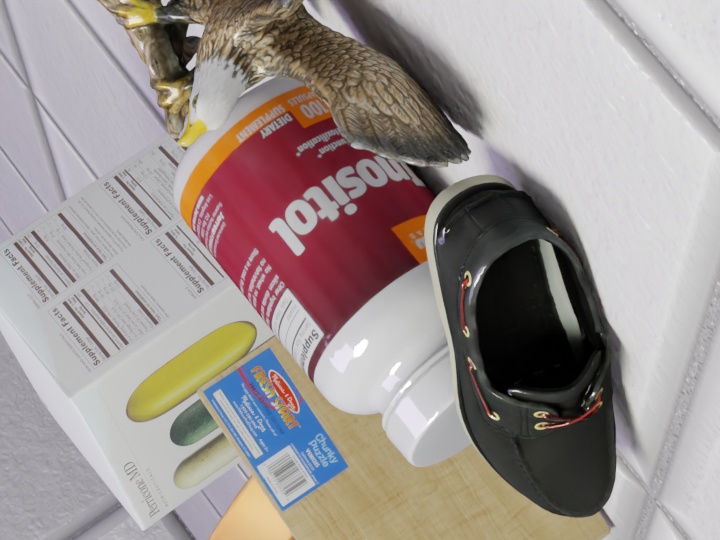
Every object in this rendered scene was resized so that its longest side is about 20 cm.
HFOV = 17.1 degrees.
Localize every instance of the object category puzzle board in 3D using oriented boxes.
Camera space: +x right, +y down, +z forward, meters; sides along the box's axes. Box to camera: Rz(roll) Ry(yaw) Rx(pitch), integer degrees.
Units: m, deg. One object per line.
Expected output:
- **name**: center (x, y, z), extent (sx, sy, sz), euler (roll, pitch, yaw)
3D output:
- **puzzle board**: center (0.024, 0.107, 1.343), extent (0.200, 0.151, 0.017), euler (56, 173, 1)

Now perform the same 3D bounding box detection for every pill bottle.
- **pill bottle**: center (0.000, 0.000, 1.253), extent (0.200, 0.113, 0.113), euler (50, 166, 20)

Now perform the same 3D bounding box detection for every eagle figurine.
- **eagle figurine**: center (-0.039, -0.115, 1.149), extent (0.200, 0.151, 0.152), euler (-6, 166, 43)

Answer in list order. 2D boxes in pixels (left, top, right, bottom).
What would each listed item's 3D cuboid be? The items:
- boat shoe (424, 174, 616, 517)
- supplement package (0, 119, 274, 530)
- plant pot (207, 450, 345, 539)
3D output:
- **boat shoe**: center (0.084, 0.049, 1.152), extent (0.063, 0.074, 0.201), euler (52, 165, 54)
- **supplement package**: center (-0.117, 0.029, 1.558), extent (0.151, 0.200, 0.152), euler (45, 164, 40)
- **plant pot**: center (0.014, 0.146, 1.438), extent (0.140, 0.200, 0.200), euler (37, 165, 8)
